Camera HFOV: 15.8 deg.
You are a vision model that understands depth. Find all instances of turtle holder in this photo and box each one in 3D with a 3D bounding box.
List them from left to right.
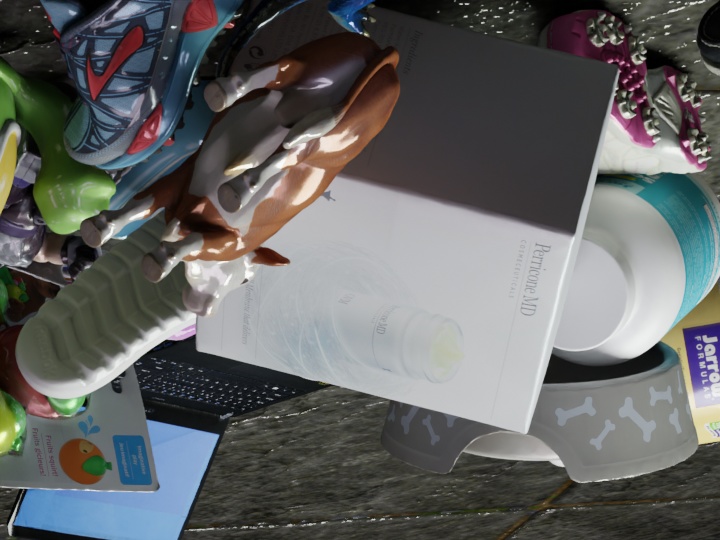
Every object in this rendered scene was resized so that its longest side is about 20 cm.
[{"bbox_3d":[-0.239,-0.057,1.370,0.141,0.133,0.185,-22,154,36],"label":"turtle holder"}]

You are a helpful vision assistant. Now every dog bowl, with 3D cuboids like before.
[{"bbox_3d":[0.112,0.079,1.624,0.199,0.059,0.200,-1,-168,0],"label":"dog bowl"}]

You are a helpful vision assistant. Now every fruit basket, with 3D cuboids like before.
[{"bbox_3d":[-0.229,0.053,1.625,0.199,0.186,0.094,1,146,-25],"label":"fruit basket"}]

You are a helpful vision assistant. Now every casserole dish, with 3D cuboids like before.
[{"bbox_3d":[-0.096,-0.060,1.567,0.121,0.039,0.200,3,157,-31],"label":"casserole dish"}]

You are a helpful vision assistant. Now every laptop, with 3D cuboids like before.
[{"bbox_3d":[-0.126,0.128,1.847,0.199,0.104,0.177,-19,158,35],"label":"laptop"}]

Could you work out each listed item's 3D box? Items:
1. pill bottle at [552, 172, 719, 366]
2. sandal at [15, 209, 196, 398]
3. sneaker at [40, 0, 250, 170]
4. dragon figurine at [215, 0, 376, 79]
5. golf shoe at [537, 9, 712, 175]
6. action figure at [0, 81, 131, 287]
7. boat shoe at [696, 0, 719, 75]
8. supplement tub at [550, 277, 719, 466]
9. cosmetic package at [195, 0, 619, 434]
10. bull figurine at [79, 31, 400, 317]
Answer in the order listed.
[{"bbox_3d":[0.156,-0.005,1.609,0.110,0.111,0.200,-15,-175,21],"label":"pill bottle"},{"bbox_3d":[-0.113,0.013,1.525,0.202,0.083,0.050,-28,152,-17],"label":"sandal"},{"bbox_3d":[-0.122,-0.131,1.296,0.095,0.080,0.200,9,137,-24],"label":"sneaker"},{"bbox_3d":[0.011,-0.158,1.239,0.199,0.059,0.099,-27,173,-14],"label":"dragon figurine"},{"bbox_3d":[0.136,-0.093,1.515,0.091,0.076,0.200,-13,159,24],"label":"golf shoe"},{"bbox_3d":[-0.198,-0.040,1.526,0.129,0.070,0.200,16,146,-22],"label":"action figure"},{"bbox_3d":[0.255,-0.160,1.379,0.199,0.075,0.066,-12,139,39],"label":"boat shoe"},{"bbox_3d":[0.219,0.055,1.855,0.199,0.146,0.145,-10,161,7],"label":"supplement tub"},{"bbox_3d":[0.021,-0.031,1.410,0.199,0.123,0.200,13,146,4],"label":"cosmetic package"},{"bbox_3d":[-0.058,-0.042,1.248,0.121,0.065,0.200,-27,163,-48],"label":"bull figurine"}]
